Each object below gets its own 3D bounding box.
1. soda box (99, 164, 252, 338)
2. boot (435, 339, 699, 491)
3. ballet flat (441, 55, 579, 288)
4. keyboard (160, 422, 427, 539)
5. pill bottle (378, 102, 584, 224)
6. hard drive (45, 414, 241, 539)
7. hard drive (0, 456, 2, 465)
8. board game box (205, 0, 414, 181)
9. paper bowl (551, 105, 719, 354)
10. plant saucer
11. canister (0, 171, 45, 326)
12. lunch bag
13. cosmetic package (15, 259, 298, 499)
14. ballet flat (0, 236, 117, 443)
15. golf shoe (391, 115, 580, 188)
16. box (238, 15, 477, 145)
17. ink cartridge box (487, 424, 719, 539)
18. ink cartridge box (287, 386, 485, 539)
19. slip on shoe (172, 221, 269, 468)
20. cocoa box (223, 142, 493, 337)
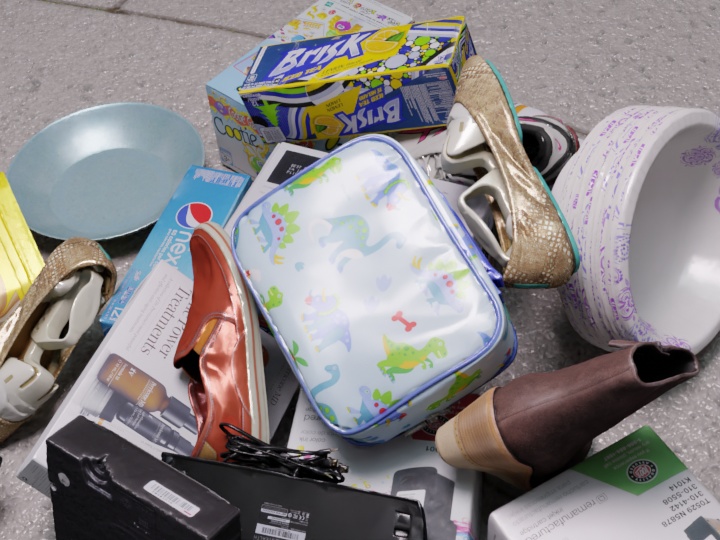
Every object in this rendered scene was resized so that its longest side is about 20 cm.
[{"bbox_3d":[-0.157,-0.001,1.073,0.064,0.068,0.201,12,49,14],"label":"soda box"},{"bbox_3d":[0.165,0.100,0.838,0.165,0.199,0.073,-26,71,31],"label":"boot"},{"bbox_3d":[0.098,-0.075,0.900,0.065,0.071,0.201,-16,63,-11],"label":"ballet flat"},{"bbox_3d":[-0.047,0.169,0.821,0.198,0.040,0.105,9,73,15],"label":"keyboard"},{"bbox_3d":[0.113,-0.106,1.111,0.198,0.112,0.111,21,52,23],"label":"pill bottle"},{"bbox_3d":[-0.140,0.205,0.787,0.139,0.202,0.038,24,38,27],"label":"hard drive"},{"bbox_3d":[-0.390,0.175,0.923,0.198,0.033,0.141,17,75,20],"label":"hard drive"},{"bbox_3d":[-0.045,-0.180,1.204,0.104,0.104,0.200,30,56,29],"label":"board game box"},{"bbox_3d":[0.226,-0.033,0.971,0.104,0.202,0.200,12,45,46],"label":"paper bowl"},{"bbox_3d":[-0.249,-0.089,1.186,0.199,0.039,0.202,-4,47,4],"label":"plant saucer"},{"bbox_3d":[-0.376,0.019,1.049,0.199,0.087,0.149,-25,72,-14],"label":"canister"},{"bbox_3d":[0.012,0.013,0.864,0.160,0.082,0.201,-33,67,5],"label":"lunch bag"},{"bbox_3d":[-0.146,0.113,0.924,0.150,0.052,0.201,36,52,-13],"label":"cosmetic package"},{"bbox_3d":[-0.265,0.063,0.985,0.065,0.070,0.201,16,75,46],"label":"ballet flat"},{"bbox_3d":[0.081,-0.097,1.014,0.198,0.092,0.073,-10,88,22],"label":"golf shoe"},{"bbox_3d":[0.000,-0.162,1.034,0.198,0.065,0.070,-3,46,25],"label":"box"},{"bbox_3d":[0.199,0.226,0.808,0.145,0.085,0.200,-26,49,-17],"label":"ink cartridge box"},{"bbox_3d":[0.013,0.188,0.866,0.144,0.083,0.201,3,47,9],"label":"ink cartridge box"},{"bbox_3d":[-0.111,0.054,0.902,0.061,0.074,0.202,-2,67,-18],"label":"slip on shoe"},{"bbox_3d":[0.000,0.000,1.010,0.198,0.132,0.134,15,52,19],"label":"cocoa box"}]
